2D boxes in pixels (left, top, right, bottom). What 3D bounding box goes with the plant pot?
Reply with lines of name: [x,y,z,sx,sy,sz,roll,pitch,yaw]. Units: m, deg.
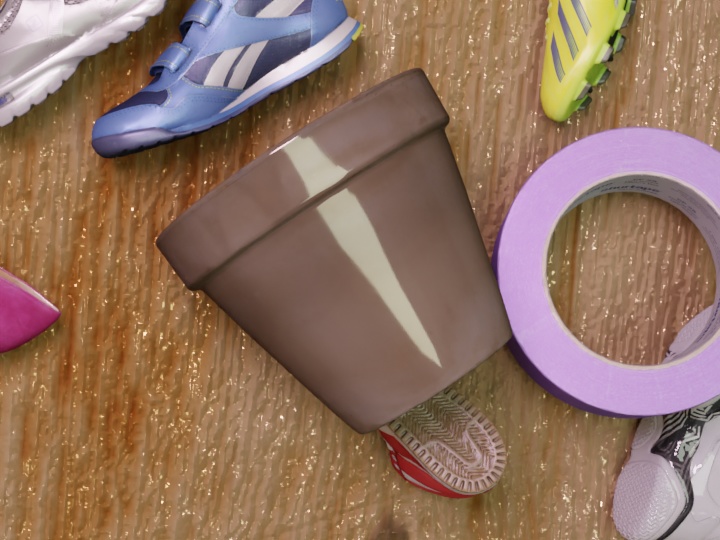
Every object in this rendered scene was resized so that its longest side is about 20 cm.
plant pot: [0.000,0.000,0.920,0.200,0.200,0.174,-32,89,-12]

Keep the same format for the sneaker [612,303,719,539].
sneaker: [0.277,0.125,1.117,0.115,0.075,0.201,22,94,-21]

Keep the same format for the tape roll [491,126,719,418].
tape roll: [0.193,0.003,1.038,0.199,0.066,0.201,0,82,1]

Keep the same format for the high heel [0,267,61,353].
high heel: [-0.265,-0.034,0.912,0.096,0.067,0.201,-21,108,-5]

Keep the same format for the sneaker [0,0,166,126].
sneaker: [-0.180,-0.175,0.923,0.200,0.075,0.082,-41,109,-9]

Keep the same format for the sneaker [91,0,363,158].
sneaker: [-0.097,-0.140,0.961,0.200,0.074,0.082,-33,104,-20]

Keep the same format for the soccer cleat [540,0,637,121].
soccer cleat: [0.159,-0.207,1.052,0.083,0.065,0.201,20,95,10]

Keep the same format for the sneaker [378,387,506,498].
sneaker: [0.024,0.082,1.037,0.071,0.113,0.200,-38,76,-8]
